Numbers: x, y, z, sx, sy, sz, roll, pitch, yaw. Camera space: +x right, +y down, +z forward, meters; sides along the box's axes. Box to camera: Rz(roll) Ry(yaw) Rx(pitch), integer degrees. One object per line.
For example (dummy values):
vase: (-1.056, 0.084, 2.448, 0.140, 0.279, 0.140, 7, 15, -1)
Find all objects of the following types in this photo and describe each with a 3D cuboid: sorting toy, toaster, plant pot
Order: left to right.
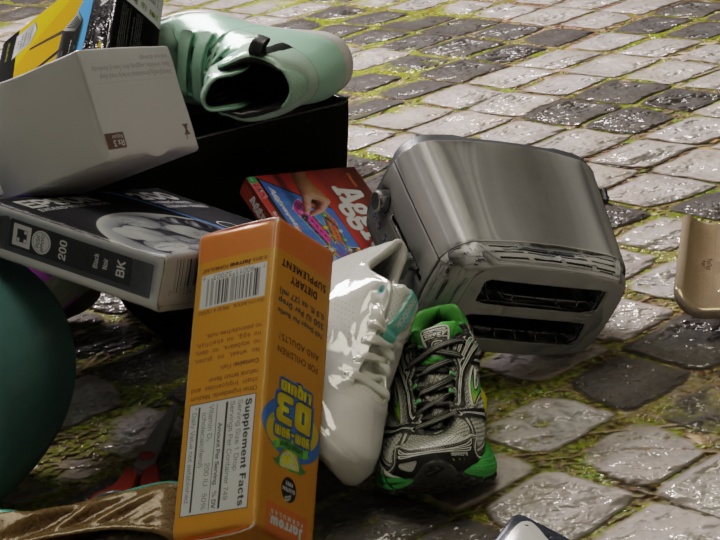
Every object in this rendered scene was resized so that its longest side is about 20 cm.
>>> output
plant pot: (-0.283, 0.068, 1.218, 0.200, 0.201, 0.161, 0, 15, 23)
plant pot: (-0.125, -0.051, 1.501, 0.200, 0.178, 0.199, -17, 22, -21)
toaster: (0.107, -0.015, 1.337, 0.200, 0.114, 0.129, 7, 45, -24)
sorting toy: (0.341, 0.001, 1.392, 0.200, 0.037, 0.185, 1, 21, 12)

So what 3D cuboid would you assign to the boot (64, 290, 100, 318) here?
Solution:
boot: (-0.292, 0.054, 1.476, 0.200, 0.068, 0.131, -14, 33, -16)

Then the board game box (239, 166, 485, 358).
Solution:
board game box: (0.000, 0.000, 1.359, 0.103, 0.019, 0.200, -7, 49, -37)

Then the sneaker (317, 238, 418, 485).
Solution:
sneaker: (0.002, 0.048, 1.185, 0.088, 0.075, 0.200, -33, 32, 22)

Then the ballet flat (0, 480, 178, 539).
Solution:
ballet flat: (-0.185, 0.177, 1.084, 0.200, 0.068, 0.072, -9, 39, -13)

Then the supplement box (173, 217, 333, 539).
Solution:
supplement box: (-0.063, 0.074, 1.108, 0.069, 0.200, 0.067, -11, -27, 32)

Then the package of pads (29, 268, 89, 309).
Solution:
package of pads: (-0.316, 0.000, 1.418, 0.154, 0.068, 0.200, 33, 42, 10)

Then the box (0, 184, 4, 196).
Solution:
box: (-0.335, -0.041, 1.146, 0.117, 0.060, 0.200, -18, 3, 34)

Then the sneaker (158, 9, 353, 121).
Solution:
sneaker: (-0.119, -0.157, 1.412, 0.200, 0.074, 0.118, 4, 17, 23)

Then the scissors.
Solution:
scissors: (-0.153, 0.133, 1.242, 0.073, 0.014, 0.200, -11, 21, -4)

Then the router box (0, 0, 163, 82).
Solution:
router box: (-0.223, -0.141, 1.415, 0.149, 0.051, 0.200, -33, 35, 27)

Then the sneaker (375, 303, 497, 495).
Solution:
sneaker: (0.044, 0.084, 1.197, 0.078, 0.085, 0.200, -7, 20, 3)

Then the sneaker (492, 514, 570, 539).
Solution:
sneaker: (0.123, 0.165, 0.946, 0.199, 0.080, 0.130, -19, 29, -2)

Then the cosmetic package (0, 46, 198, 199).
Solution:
cosmetic package: (-0.227, -0.086, 1.264, 0.200, 0.081, 0.113, -19, -1, 26)

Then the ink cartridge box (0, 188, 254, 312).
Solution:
ink cartridge box: (-0.159, -0.023, 1.239, 0.200, 0.043, 0.198, 16, 11, 26)
